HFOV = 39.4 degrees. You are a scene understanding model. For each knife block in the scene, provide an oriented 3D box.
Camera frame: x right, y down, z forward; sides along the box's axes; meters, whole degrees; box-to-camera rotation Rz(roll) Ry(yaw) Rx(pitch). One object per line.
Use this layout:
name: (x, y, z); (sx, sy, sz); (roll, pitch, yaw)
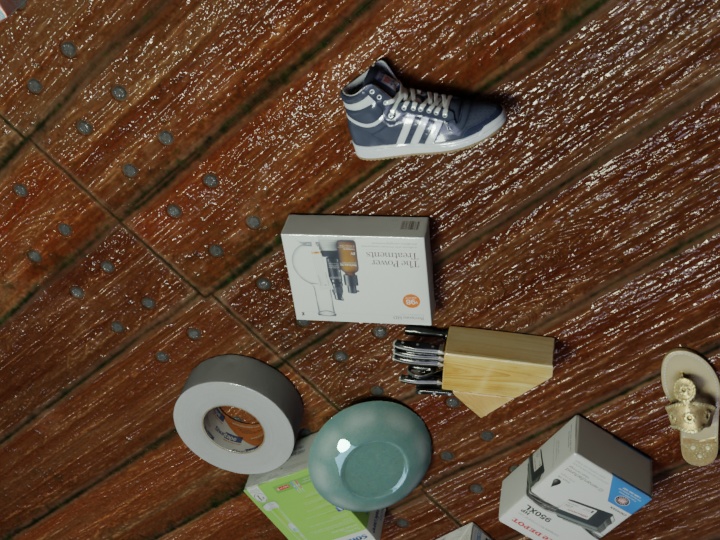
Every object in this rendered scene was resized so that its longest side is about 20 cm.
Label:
knife block: (0.152, 0.117, 1.425); (0.175, 0.064, 0.199); (42, 125, -18)

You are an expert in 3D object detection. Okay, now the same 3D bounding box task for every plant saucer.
plant saucer: (0.019, 0.299, 1.557); (0.199, 0.039, 0.203); (-4, 112, -10)

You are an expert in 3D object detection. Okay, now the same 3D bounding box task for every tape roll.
tape roll: (-0.193, 0.230, 1.597); (0.198, 0.066, 0.202); (7, 128, 9)

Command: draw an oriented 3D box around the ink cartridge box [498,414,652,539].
ink cartridge box: (0.325, 0.335, 1.532); (0.144, 0.085, 0.200); (30, 128, -9)

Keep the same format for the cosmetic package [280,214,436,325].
cosmetic package: (0.000, 0.000, 1.386); (0.198, 0.052, 0.152); (2, 129, 13)

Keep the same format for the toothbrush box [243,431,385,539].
toothbrush box: (-0.073, 0.378, 1.665); (0.145, 0.086, 0.201); (-24, 117, 27)

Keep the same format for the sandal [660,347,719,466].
sandal: (0.471, 0.211, 1.411); (0.077, 0.070, 0.213); (-8, 124, 19)

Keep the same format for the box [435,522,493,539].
box: (0.214, 0.529, 1.722); (0.116, 0.060, 0.200); (-34, 112, 33)

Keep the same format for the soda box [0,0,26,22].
soda box: (-0.488, -0.391, 1.204); (0.063, 0.069, 0.201); (-16, 121, 24)

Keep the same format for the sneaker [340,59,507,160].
sneaker: (0.070, -0.199, 1.205); (0.198, 0.070, 0.109); (-7, 126, 22)
